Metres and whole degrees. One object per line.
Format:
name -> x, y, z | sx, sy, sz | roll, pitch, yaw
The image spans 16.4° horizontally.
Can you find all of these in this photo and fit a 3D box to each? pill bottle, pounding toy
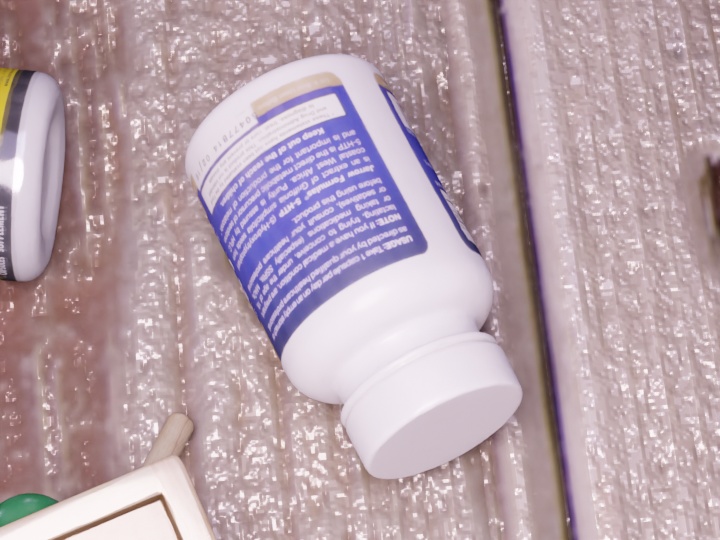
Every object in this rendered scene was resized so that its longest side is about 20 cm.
pill bottle -> -0.260, -0.057, 1.315 | 0.199, 0.112, 0.113 | 5, 64, 0
pounding toy -> -0.127, 0.178, 1.209 | 0.183, 0.142, 0.201 | -22, 77, -12
pill bottle -> 0.000, 0.000, 1.293 | 0.119, 0.120, 0.201 | -22, 66, -13
